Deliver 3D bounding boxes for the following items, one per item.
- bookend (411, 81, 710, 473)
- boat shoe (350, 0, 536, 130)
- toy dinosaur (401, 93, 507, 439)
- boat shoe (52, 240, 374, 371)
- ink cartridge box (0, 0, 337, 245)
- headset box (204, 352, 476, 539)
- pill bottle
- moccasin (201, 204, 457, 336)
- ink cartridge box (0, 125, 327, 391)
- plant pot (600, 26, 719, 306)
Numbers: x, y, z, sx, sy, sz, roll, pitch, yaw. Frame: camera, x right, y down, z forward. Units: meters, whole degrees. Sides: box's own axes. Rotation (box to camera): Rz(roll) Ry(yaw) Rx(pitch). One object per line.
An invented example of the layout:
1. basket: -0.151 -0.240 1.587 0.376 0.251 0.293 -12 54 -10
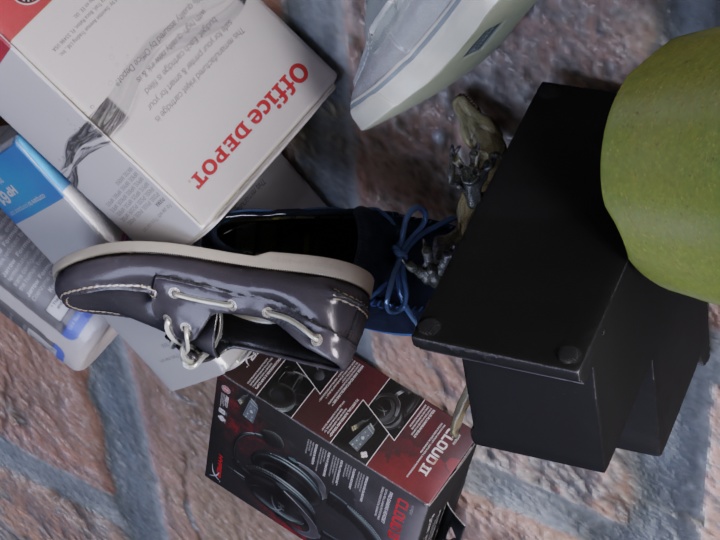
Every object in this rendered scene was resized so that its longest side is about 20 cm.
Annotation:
1. bookend: 0.118 0.041 1.127 0.091 0.200 0.201 10 139 22
2. boat shoe: 0.039 -0.144 1.127 0.072 0.070 0.201 58 149 7
3. toy dinosaur: 0.059 -0.016 1.140 0.047 0.202 0.088 1 160 18
4. boat shoe: -0.092 0.024 1.205 0.198 0.063 0.073 3 162 15
5. ink cartridge box: -0.136 -0.125 1.235 0.200 0.147 0.083 44 149 -6
6. headset box: -0.009 0.139 1.490 0.199 0.077 0.149 33 146 13
7. pill bottle: -0.245 -0.032 1.486 0.199 0.114 0.114 39 147 1
8. moccasin: 0.000 0.000 1.251 0.198 0.081 0.068 -1 161 1
9. ink cartridge box: -0.128 -0.044 1.325 0.200 0.145 0.084 48 146 -13
10. plant pot: 0.218 -0.048 0.965 0.184 0.200 0.201 8 138 56
